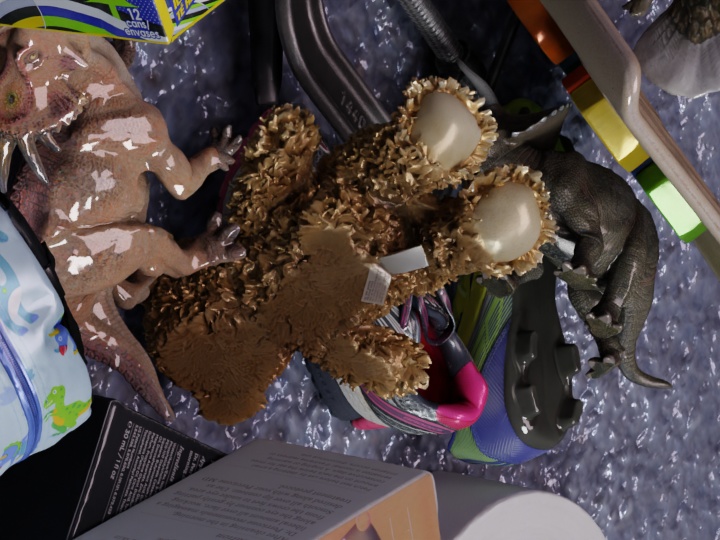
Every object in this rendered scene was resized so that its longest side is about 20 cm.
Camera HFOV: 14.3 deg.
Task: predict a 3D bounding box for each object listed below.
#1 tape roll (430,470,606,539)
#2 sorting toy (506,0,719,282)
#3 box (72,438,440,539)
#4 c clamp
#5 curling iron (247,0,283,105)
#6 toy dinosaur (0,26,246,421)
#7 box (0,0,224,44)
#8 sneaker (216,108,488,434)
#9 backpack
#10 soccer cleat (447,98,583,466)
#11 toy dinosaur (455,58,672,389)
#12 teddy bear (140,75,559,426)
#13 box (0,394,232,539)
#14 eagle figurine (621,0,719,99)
[{"bbox_3d":[0.054,0.207,1.489,0.202,0.071,0.204,-12,106,-48],"label":"tape roll"},{"bbox_3d":[0.127,-0.088,1.461,0.036,0.185,0.200,-33,138,5],"label":"sorting toy"},{"bbox_3d":[-0.060,0.182,1.209,0.200,0.106,0.153,-28,116,-43],"label":"box"},{"bbox_3d":[0.017,-0.119,1.412,0.200,0.027,0.172,46,48,-46],"label":"c clamp"},{"bbox_3d":[-0.048,-0.177,1.336,0.050,0.025,0.201,-28,121,-69],"label":"curling iron"},{"bbox_3d":[-0.125,-0.033,1.228,0.135,0.086,0.201,-11,105,-48],"label":"toy dinosaur"},{"bbox_3d":[-0.131,-0.138,1.114,0.070,0.199,0.065,-42,127,-35],"label":"box"},{"bbox_3d":[0.000,0.000,1.389,0.081,0.074,0.200,-56,132,-27],"label":"sneaker"},{"bbox_3d":[-0.184,0.018,1.079,0.154,0.199,0.164,-39,125,-39],"label":"backpack"},{"bbox_3d":[0.071,0.005,1.483,0.065,0.083,0.201,22,59,-39],"label":"soccer cleat"},{"bbox_3d":[0.115,-0.014,1.416,0.200,0.077,0.103,39,53,-28],"label":"toy dinosaur"},{"bbox_3d":[-0.008,-0.011,1.302,0.145,0.200,0.067,33,28,-17],"label":"teddy bear"},{"bbox_3d":[-0.119,0.168,1.275,0.141,0.079,0.201,29,74,-44],"label":"box"},{"bbox_3d":[0.193,-0.184,1.476,0.151,0.152,0.200,-44,168,21],"label":"eagle figurine"}]
